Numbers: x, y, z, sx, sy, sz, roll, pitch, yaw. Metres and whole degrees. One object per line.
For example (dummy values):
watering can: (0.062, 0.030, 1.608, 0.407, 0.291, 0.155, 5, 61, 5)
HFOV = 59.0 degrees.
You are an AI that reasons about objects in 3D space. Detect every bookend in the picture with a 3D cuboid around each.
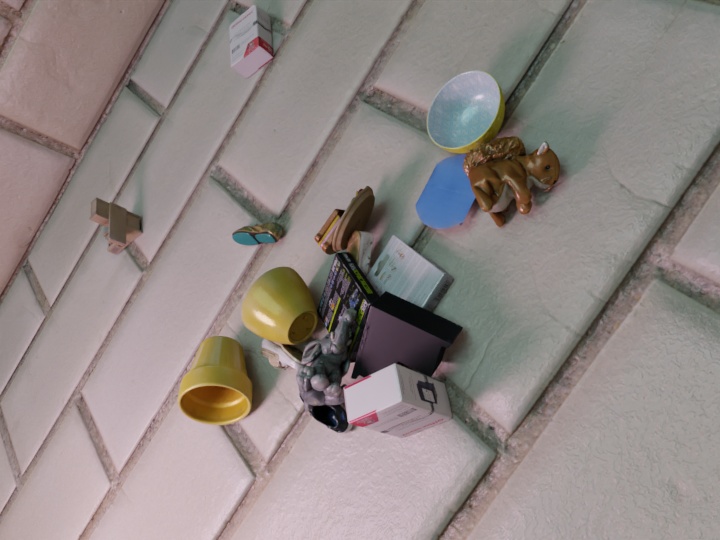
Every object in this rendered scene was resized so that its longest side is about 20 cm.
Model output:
bookend: (0.102, 0.185, 1.441, 0.197, 0.092, 0.202, 23, 117, 17)

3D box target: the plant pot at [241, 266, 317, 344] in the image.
plant pot: (-0.193, 0.112, 1.675, 0.141, 0.199, 0.202, 34, 96, 36)

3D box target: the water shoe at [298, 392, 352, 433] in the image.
water shoe: (-0.098, 0.331, 1.579, 0.199, 0.078, 0.072, 25, 89, 43)

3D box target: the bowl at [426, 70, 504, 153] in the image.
bowl: (0.268, -0.359, 1.522, 0.198, 0.107, 0.204, -16, 62, 34)

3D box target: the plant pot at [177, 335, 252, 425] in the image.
plant pot: (-0.399, 0.298, 1.785, 0.199, 0.200, 0.191, -33, 38, 25)

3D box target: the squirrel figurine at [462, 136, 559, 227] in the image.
squirrel figurine: (0.333, -0.225, 1.398, 0.185, 0.141, 0.202, -32, 59, 18)

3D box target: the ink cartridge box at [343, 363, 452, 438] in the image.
ink cartridge box: (0.082, 0.284, 1.364, 0.144, 0.199, 0.086, -29, 53, 28)

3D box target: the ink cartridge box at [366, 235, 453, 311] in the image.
ink cartridge box: (0.109, 0.031, 1.545, 0.164, 0.057, 0.200, -57, 44, 8)

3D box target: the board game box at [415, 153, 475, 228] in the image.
board game box: (0.224, -0.184, 1.538, 0.157, 0.039, 0.202, 21, 80, 44)

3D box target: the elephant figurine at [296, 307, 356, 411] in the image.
elephant figurine: (-0.073, 0.212, 1.515, 0.153, 0.142, 0.202, -6, 48, 25)

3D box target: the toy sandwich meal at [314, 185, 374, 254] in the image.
toy sandwich meal: (-0.037, -0.134, 1.644, 0.070, 0.205, 0.207, 31, 94, 13)

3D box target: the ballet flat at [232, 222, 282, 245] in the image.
ballet flat: (-0.313, -0.116, 1.955, 0.198, 0.070, 0.072, 0, 73, 41)

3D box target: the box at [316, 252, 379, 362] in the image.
box: (-0.032, 0.091, 1.587, 0.194, 0.047, 0.202, 52, 135, 39)

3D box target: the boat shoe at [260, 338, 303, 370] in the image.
boat shoe: (-0.207, 0.234, 1.720, 0.199, 0.074, 0.069, 26, 92, 54)

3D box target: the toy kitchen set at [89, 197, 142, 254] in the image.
toy kitchen set: (-0.958, -0.132, 2.409, 0.179, 0.199, 0.166, -31, 55, 27)

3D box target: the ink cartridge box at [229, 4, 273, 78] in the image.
ink cartridge box: (-0.392, -0.819, 2.280, 0.145, 0.082, 0.203, -24, 59, 31)

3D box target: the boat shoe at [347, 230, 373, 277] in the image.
boat shoe: (0.000, 0.000, 1.635, 0.071, 0.068, 0.204, 30, 114, 52)
